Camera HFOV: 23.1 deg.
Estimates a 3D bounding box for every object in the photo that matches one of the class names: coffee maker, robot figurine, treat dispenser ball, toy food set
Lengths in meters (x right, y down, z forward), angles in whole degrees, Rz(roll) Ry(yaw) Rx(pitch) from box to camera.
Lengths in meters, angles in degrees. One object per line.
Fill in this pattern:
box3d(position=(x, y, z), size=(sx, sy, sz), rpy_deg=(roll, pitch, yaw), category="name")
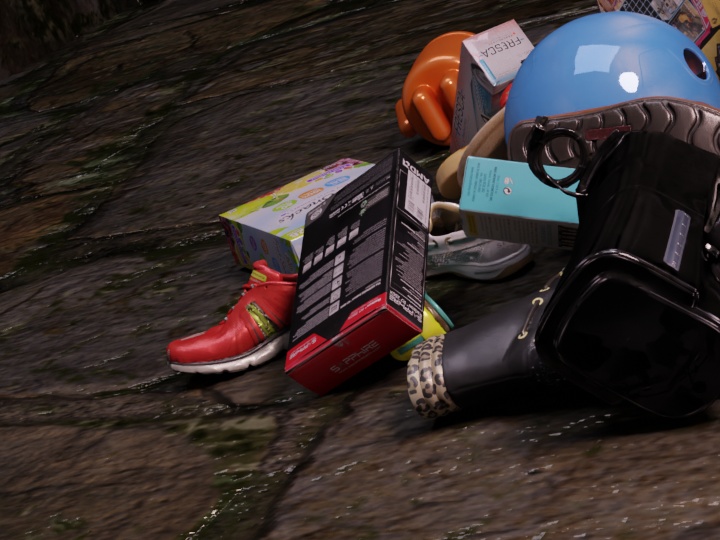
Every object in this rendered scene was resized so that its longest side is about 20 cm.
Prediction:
box3d(position=(0.193, -0.004, 1.283), size=(0.192, 0.135, 0.200), rpy_deg=(11, 33, 13), category="coffee maker")
box3d(position=(0.112, -0.221, 2.129), size=(0.116, 0.144, 0.200), rpy_deg=(22, 25, 2), category="robot figurine")
box3d(position=(0.231, -0.135, 1.604), size=(0.200, 0.201, 0.201), rpy_deg=(-18, 18, 6), category="treat dispenser ball")
box3d(position=(0.178, -0.141, 1.778), size=(0.198, 0.049, 0.200), rpy_deg=(-18, -28, -28), category="toy food set")

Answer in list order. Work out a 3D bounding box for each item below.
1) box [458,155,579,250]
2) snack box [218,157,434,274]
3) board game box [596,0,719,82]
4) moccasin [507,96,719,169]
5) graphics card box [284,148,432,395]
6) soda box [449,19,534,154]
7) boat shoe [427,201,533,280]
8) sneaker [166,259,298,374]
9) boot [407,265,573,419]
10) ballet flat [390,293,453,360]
box3d(position=(0.185, -0.049, 1.457), size=(0.200, 0.049, 0.082), rpy_deg=(7, -14, 8), category="box")
box3d(position=(-0.034, -0.052, 1.869), size=(0.168, 0.068, 0.200), rpy_deg=(-26, 21, -21), category="snack box")
box3d(position=(0.317, -0.202, 1.711), size=(0.135, 0.200, 0.035), rpy_deg=(-17, 18, 10), category="board game box")
box3d(position=(0.225, -0.099, 1.468), size=(0.201, 0.074, 0.078), rpy_deg=(-9, -12, 28), category="moccasin")
box3d(position=(0.000, 0.000, 1.535), size=(0.125, 0.051, 0.200), rpy_deg=(-35, 33, 32), category="graphics card box")
box3d(position=(0.140, -0.167, 1.829), size=(0.063, 0.200, 0.068), rpy_deg=(-25, 63, -14), category="soda box")
box3d(position=(0.082, -0.035, 1.689), size=(0.071, 0.069, 0.200), rpy_deg=(-35, 22, -35), category="boat shoe")
box3d(position=(-0.094, 0.035, 1.648), size=(0.200, 0.085, 0.077), rpy_deg=(-22, 16, -8), category="sneaker")
box3d(position=(0.126, 0.047, 1.403), size=(0.153, 0.074, 0.204), rpy_deg=(-17, 16, 20), category="boot")
box3d(position=(0.029, 0.031, 1.577), size=(0.067, 0.067, 0.200), rpy_deg=(-42, 20, 3), category="ballet flat")
